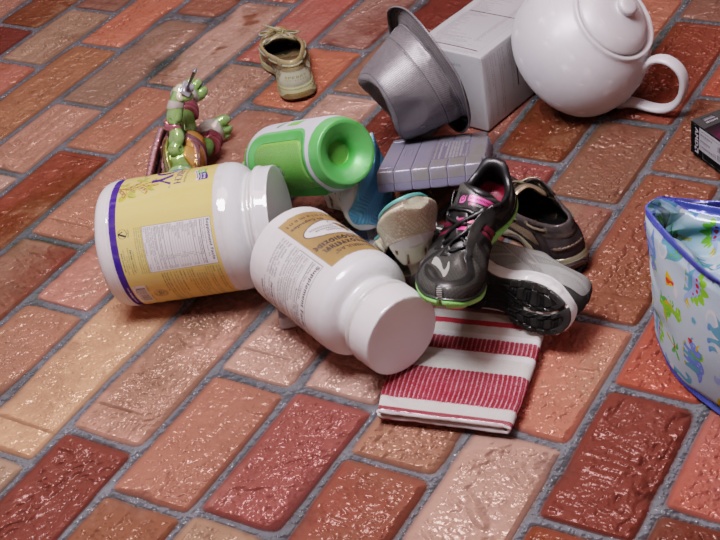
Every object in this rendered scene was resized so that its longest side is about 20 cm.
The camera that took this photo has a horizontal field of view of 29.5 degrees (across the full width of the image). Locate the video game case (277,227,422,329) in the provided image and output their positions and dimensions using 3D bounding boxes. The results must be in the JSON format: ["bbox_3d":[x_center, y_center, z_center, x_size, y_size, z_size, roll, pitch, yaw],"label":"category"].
[{"bbox_3d":[0.000,0.000,1.557,0.199,0.018,0.143,-11,36,-1],"label":"video game case"}]

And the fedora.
[{"bbox_3d":[0.057,-0.229,1.704,0.090,0.177,0.200,-36,-4,-3],"label":"fedora"}]

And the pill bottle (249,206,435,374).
[{"bbox_3d":[-0.018,0.022,1.419,0.114,0.115,0.200,-29,41,-24],"label":"pill bottle"}]

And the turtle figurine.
[{"bbox_3d":[-0.186,-0.181,1.755,0.143,0.200,0.194,20,27,-16],"label":"turtle figurine"}]

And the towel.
[{"bbox_3d":[0.110,0.090,1.401,0.143,0.023,0.200,4,38,19],"label":"towel"}]

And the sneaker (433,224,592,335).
[{"bbox_3d":[0.152,0.004,1.439,0.200,0.074,0.079,27,40,31],"label":"sneaker"}]

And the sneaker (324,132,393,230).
[{"bbox_3d":[-0.010,-0.097,1.646,0.080,0.077,0.200,-21,22,11],"label":"sneaker"}]

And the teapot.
[{"bbox_3d":[0.300,-0.297,1.728,0.199,0.146,0.198,5,69,-29],"label":"teapot"}]

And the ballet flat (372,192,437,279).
[{"bbox_3d":[0.052,-0.030,1.428,0.067,0.063,0.200,-21,-9,-5],"label":"ballet flat"}]

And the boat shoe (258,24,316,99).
[{"bbox_3d":[-0.107,-0.317,1.987,0.073,0.063,0.200,-17,35,-9],"label":"boat shoe"}]

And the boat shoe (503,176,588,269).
[{"bbox_3d":[0.196,-0.073,1.560,0.074,0.074,0.200,-23,36,-18],"label":"boat shoe"}]

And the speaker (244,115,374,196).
[{"bbox_3d":[-0.062,-0.132,1.584,0.088,0.089,0.200,-29,14,-25],"label":"speaker"}]

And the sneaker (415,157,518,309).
[{"bbox_3d":[0.104,-0.040,1.367,0.076,0.084,0.200,9,46,17],"label":"sneaker"}]

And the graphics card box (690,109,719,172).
[{"bbox_3d":[0.492,-0.135,1.594,0.125,0.051,0.200,-20,35,-13],"label":"graphics card box"}]

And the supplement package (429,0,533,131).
[{"bbox_3d":[0.180,-0.291,1.837,0.113,0.110,0.200,20,46,36],"label":"supplement package"}]

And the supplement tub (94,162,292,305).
[{"bbox_3d":[-0.184,-0.043,1.542,0.199,0.146,0.146,-9,35,11],"label":"supplement tub"}]

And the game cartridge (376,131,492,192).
[{"bbox_3d":[0.094,-0.131,1.655,0.129,0.039,0.200,-1,16,8],"label":"game cartridge"}]

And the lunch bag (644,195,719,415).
[{"bbox_3d":[0.349,0.035,1.287,0.127,0.171,0.200,-29,37,-25],"label":"lunch bag"}]
